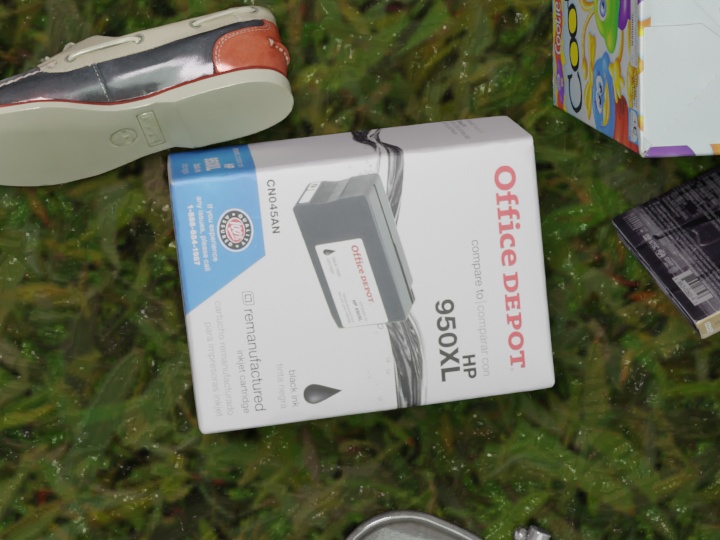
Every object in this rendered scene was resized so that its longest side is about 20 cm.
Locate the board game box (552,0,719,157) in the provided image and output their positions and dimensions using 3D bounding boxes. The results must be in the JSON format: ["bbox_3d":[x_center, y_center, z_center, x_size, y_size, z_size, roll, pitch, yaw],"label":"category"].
[{"bbox_3d":[0.169,-0.125,1.072,0.104,0.200,0.103,-3,102,-6],"label":"board game box"}]

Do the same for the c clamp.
[{"bbox_3d":[0.047,0.229,1.221,0.170,0.027,0.200,29,97,-11],"label":"c clamp"}]

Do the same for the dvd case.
[{"bbox_3d":[0.249,-0.040,1.125,0.199,0.149,0.016,-27,115,0],"label":"dvd case"}]

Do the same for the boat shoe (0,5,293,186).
[{"bbox_3d":[-0.136,-0.097,1.119,0.199,0.071,0.063,-12,60,-1],"label":"boat shoe"}]

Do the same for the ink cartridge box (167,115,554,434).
[{"bbox_3d":[0.000,0.000,1.139,0.199,0.084,0.145,-7,103,-5],"label":"ink cartridge box"}]
